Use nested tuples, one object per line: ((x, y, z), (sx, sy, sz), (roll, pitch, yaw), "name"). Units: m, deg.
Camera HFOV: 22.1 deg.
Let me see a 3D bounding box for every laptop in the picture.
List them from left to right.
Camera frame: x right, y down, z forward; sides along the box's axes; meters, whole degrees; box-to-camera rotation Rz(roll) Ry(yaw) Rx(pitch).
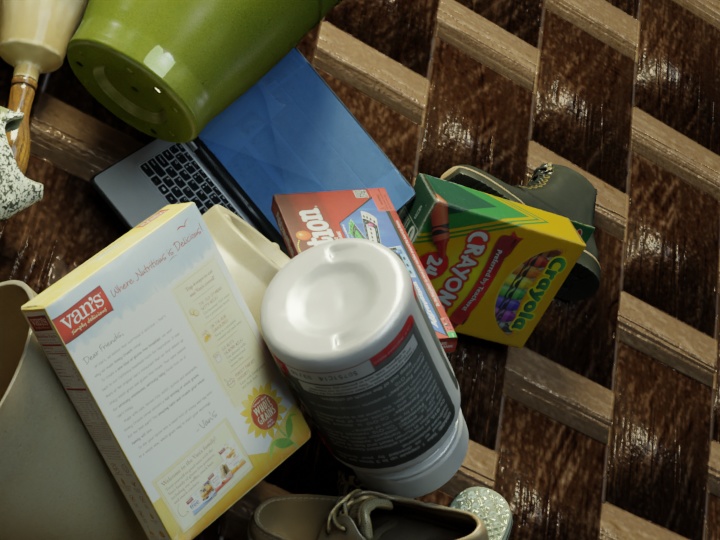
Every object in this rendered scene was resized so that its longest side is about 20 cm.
((-0.090, -0.070, 1.590), (0.187, 0.116, 0.200), (50, 39, 1), "laptop")

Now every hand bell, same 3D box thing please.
((-0.281, -0.147, 1.539), (0.104, 0.104, 0.201), (18, 67, -27), "hand bell")

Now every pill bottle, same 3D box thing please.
((0.009, 0.079, 1.372), (0.200, 0.113, 0.114), (64, 28, -47), "pill bottle")

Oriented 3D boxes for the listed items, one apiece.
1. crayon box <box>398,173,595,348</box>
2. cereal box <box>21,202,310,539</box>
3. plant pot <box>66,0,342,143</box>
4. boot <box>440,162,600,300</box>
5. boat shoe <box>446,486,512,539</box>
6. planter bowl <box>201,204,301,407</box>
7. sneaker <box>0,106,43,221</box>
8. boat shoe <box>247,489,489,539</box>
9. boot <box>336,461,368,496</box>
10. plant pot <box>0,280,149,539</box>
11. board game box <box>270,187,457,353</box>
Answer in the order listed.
((0.116, -0.003, 1.691), (0.199, 0.127, 0.051), (14, 29, -29), "crayon box")
((-0.131, 0.073, 1.290), (0.144, 0.039, 0.201), (-37, 110, -34), "cereal box")
((-0.141, -0.218, 1.541), (0.200, 0.200, 0.193), (38, 69, -11), "plant pot")
((0.156, -0.073, 1.815), (0.200, 0.077, 0.139), (38, 42, -29), "boot")
((0.057, 0.256, 1.418), (0.074, 0.062, 0.200), (26, 55, 11), "boat shoe")
((-0.109, 0.036, 1.431), (0.200, 0.135, 0.200), (40, 5, -4), "planter bowl")
((-0.318, -0.120, 1.479), (0.088, 0.077, 0.201), (-22, 85, -31), "sneaker")
((0.005, 0.193, 1.395), (0.199, 0.065, 0.071), (5, 45, 19), "boat shoe")
((0.016, 0.119, 1.571), (0.073, 0.200, 0.151), (-1, 93, 3), "boot")
((-0.221, 0.140, 1.343), (0.200, 0.187, 0.188), (38, 46, -29), "plant pot")
((0.000, 0.000, 1.522), (0.102, 0.020, 0.200), (-5, 40, -18), "board game box")
